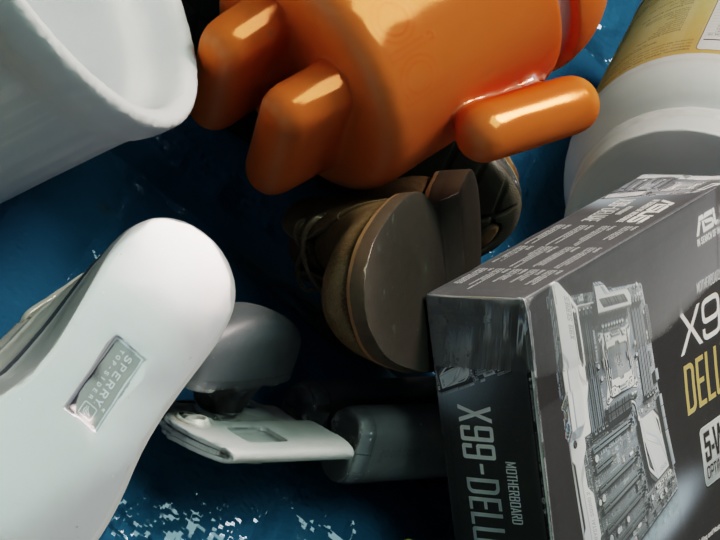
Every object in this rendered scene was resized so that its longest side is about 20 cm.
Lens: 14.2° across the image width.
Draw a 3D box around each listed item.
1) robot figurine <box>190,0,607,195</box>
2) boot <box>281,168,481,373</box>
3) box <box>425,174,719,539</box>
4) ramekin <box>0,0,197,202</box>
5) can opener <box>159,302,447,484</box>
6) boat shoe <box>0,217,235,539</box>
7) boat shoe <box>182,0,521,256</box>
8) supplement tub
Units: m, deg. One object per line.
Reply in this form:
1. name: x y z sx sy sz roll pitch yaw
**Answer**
1. robot figurine: 0.023 -0.109 1.201 0.200 0.144 0.117 -35 124 -26
2. boot: 0.000 0.000 1.185 0.200 0.075 0.074 -45 133 -76
3. box: 0.104 0.058 1.221 0.200 0.050 0.158 -26 114 -54
4. ramekin: -0.158 -0.120 1.103 0.201 0.098 0.201 53 17 -24
5. can opener: -0.002 0.049 1.165 0.200 0.067 0.053 0 21 -47
6. boat shoe: -0.121 0.061 1.038 0.072 0.066 0.200 41 56 -14
7. boat shoe: -0.011 -0.083 1.300 0.200 0.076 0.074 41 24 -12
8. supplement tub: 0.181 -0.060 1.408 0.145 0.145 0.200 41 35 -8
